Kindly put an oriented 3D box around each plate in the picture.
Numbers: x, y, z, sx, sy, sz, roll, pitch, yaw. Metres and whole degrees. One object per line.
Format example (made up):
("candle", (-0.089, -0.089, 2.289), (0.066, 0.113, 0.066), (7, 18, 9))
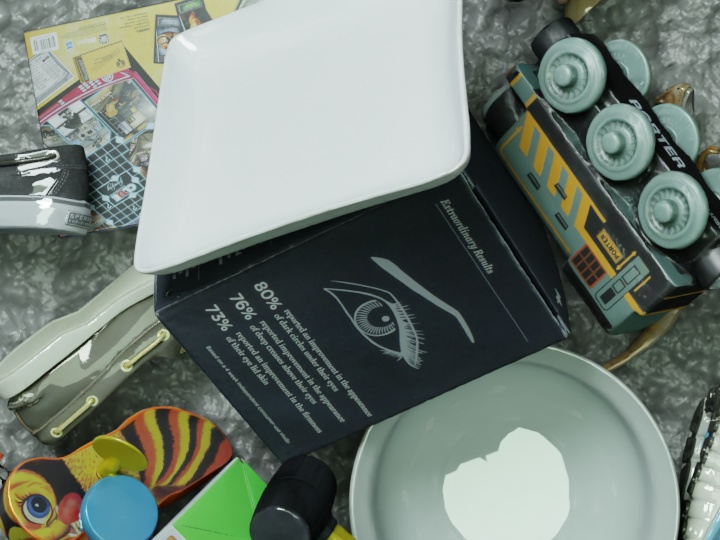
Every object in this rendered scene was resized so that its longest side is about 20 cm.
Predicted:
("plate", (-0.026, -0.090, 0.960), (0.199, 0.200, 0.032), (-17, 134, 20))

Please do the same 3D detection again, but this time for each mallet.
("mallet", (0.021, 0.188, 0.996), (0.200, 0.066, 0.041), (40, 118, 5))

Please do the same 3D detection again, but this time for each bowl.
("bowl", (0.093, 0.142, 1.074), (0.200, 0.090, 0.202), (0, 90, 1))

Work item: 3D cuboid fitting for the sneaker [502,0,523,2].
("sneaker", (0.075, -0.220, 0.994), (0.200, 0.076, 0.116), (14, 96, -34))

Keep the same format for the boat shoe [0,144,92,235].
("boat shoe", (-0.262, -0.060, 1.080), (0.199, 0.070, 0.067), (4, 87, 19))

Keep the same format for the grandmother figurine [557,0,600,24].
("grandmother figurine", (0.099, -0.257, 1.090), (0.121, 0.061, 0.200), (-42, 92, -8))

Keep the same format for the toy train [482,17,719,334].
("toy train", (0.152, -0.057, 1.056), (0.114, 0.085, 0.200), (-46, 68, 32))

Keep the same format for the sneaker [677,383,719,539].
("sneaker", (0.239, 0.175, 1.079), (0.090, 0.078, 0.201), (17, 91, -2))

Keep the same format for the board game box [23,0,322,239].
("board game box", (-0.106, -0.101, 1.076), (0.199, 0.035, 0.136), (-8, 92, 18))

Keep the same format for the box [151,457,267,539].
("box", (-0.073, 0.249, 1.041), (0.200, 0.097, 0.176), (47, 120, 2))

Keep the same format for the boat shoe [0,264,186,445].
("boat shoe", (-0.138, 0.033, 1.091), (0.201, 0.072, 0.060), (-35, 107, -4))

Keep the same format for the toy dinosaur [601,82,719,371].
("toy dinosaur", (0.212, -0.016, 1.098), (0.106, 0.060, 0.201), (9, 92, 30))

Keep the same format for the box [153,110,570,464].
("box", (0.000, 0.000, 1.003), (0.200, 0.104, 0.148), (-25, 127, 14))

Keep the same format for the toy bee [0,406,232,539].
("toy bee", (-0.175, 0.136, 1.049), (0.109, 0.200, 0.131), (47, 125, 1))
